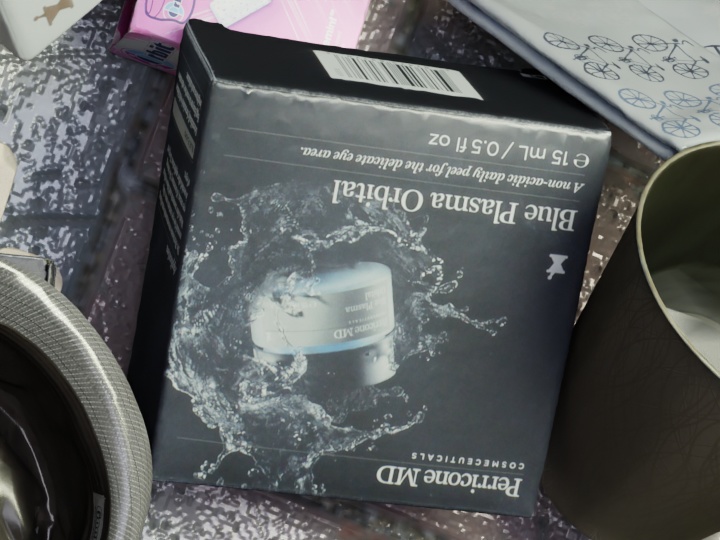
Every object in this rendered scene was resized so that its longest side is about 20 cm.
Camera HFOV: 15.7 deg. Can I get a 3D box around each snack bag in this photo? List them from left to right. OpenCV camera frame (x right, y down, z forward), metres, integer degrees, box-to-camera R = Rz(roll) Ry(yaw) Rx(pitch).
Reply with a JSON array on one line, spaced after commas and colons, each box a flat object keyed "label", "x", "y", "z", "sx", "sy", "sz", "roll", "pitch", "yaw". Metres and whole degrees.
[{"label": "snack bag", "x": 0.172, "y": -0.107, "z": 1.297, "sx": 0.199, "sy": 0.188, "sz": 0.022, "roll": -7, "pitch": 123, "yaw": -35}]

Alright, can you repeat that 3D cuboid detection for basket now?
[{"label": "basket", "x": 0.170, "y": 0.052, "z": 1.243, "sx": 0.179, "sy": 0.200, "sz": 0.137, "roll": 29, "pitch": 58, "yaw": -5}]

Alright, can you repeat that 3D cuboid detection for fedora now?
[{"label": "fedora", "x": -0.191, "y": 0.088, "z": 1.194, "sx": 0.176, "sy": 0.090, "sz": 0.201, "roll": -35, "pitch": 103, "yaw": -12}]

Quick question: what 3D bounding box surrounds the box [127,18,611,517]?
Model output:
[{"label": "box", "x": 0.000, "y": 0.000, "z": 1.263, "sx": 0.195, "sy": 0.118, "sz": 0.201, "roll": 6, "pitch": 107, "yaw": -13}]

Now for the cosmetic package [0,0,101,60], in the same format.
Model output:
[{"label": "cosmetic package", "x": -0.175, "y": -0.245, "z": 1.218, "sx": 0.166, "sy": 0.168, "sz": 0.200, "roll": -41, "pitch": 65, "yaw": -14}]

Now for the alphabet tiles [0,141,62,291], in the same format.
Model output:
[{"label": "alphabet tiles", "x": -0.253, "y": 0.015, "z": 1.285, "sx": 0.199, "sy": 0.015, "sz": 0.197, "roll": 18, "pitch": 83, "yaw": -11}]

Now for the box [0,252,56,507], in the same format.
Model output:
[{"label": "box", "x": -0.253, "y": 0.084, "z": 1.250, "sx": 0.198, "sy": 0.050, "sz": 0.200, "roll": 7, "pitch": 86, "yaw": -13}]

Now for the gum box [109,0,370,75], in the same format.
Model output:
[{"label": "gum box", "x": -0.042, "y": -0.191, "z": 1.330, "sx": 0.113, "sy": 0.066, "sz": 0.201, "roll": 19, "pitch": 80, "yaw": -12}]

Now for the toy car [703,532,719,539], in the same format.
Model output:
[{"label": "toy car", "x": 0.216, "y": 0.229, "z": 1.318, "sx": 0.200, "sy": 0.174, "sz": 0.150, "roll": -48, "pitch": 135, "yaw": -18}]
